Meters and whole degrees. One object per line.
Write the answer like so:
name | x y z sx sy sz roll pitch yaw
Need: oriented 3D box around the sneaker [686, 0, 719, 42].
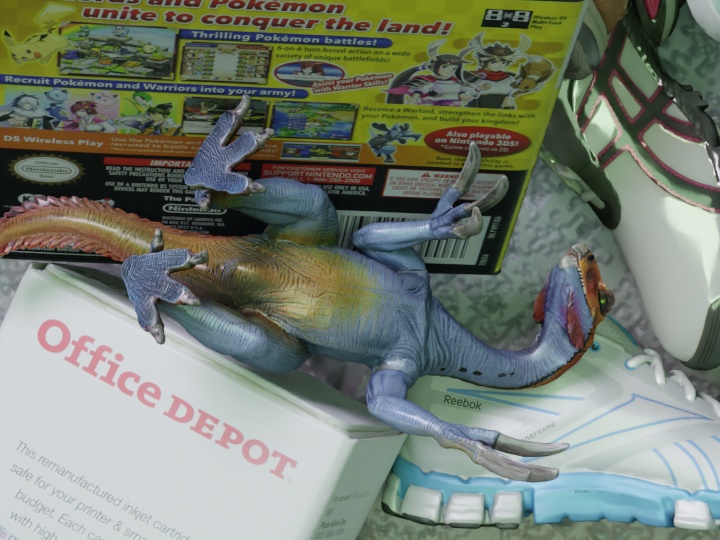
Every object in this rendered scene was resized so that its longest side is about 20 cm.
sneaker | 0.191 -0.181 0.903 0.074 0.118 0.201 21 75 -34

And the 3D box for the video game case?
video game case | -0.034 -0.057 0.869 0.199 0.181 0.026 2 59 -7

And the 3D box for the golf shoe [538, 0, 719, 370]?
golf shoe | 0.091 -0.054 0.952 0.088 0.077 0.201 -14 86 -10

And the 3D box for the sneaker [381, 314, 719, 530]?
sneaker | 0.108 0.057 0.970 0.199 0.075 0.087 1 90 1

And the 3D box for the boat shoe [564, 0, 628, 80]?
boat shoe | 0.042 -0.152 0.849 0.076 0.200 0.072 24 68 40

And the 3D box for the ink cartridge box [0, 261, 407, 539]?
ink cartridge box | -0.093 0.115 0.954 0.145 0.087 0.201 27 97 15

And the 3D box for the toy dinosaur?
toy dinosaur | 0.000 0.000 0.903 0.200 0.181 0.105 17 85 40
